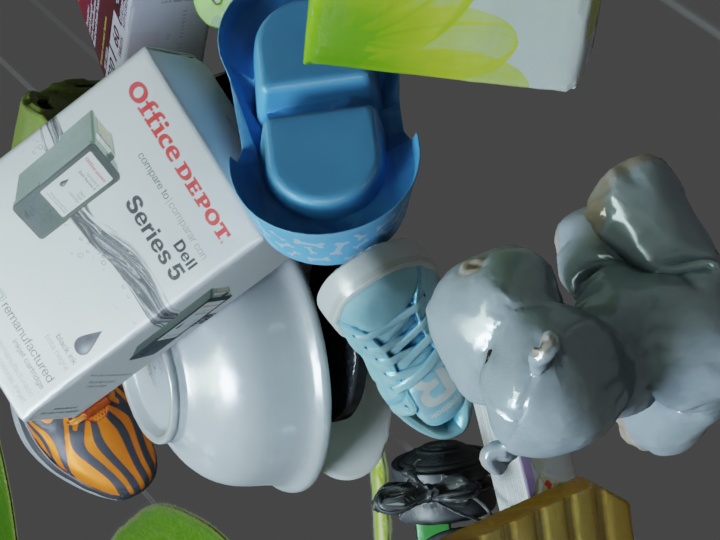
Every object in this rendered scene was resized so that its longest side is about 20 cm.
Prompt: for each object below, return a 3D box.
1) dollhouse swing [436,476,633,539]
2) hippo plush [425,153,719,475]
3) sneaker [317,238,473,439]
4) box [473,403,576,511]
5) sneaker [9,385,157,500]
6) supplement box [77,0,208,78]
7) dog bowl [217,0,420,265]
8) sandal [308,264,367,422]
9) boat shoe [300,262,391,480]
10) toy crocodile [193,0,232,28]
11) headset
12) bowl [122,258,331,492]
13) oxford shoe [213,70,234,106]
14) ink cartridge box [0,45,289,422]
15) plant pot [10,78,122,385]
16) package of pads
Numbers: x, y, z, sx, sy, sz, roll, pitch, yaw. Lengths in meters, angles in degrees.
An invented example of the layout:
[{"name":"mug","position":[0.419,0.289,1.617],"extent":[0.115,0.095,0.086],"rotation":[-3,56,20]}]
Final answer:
[{"name":"dollhouse swing","position":[0.124,0.248,1.446],"extent":[0.182,0.199,0.177],"rotation":[41,141,43]},{"name":"hippo plush","position":[0.120,0.054,1.360],"extent":[0.200,0.160,0.160],"rotation":[51,148,31]},{"name":"sneaker","position":[0.035,0.046,1.567],"extent":[0.082,0.074,0.200],"rotation":[53,-179,24]},{"name":"box","position":[0.101,0.112,1.569],"extent":[0.041,0.039,0.201],"rotation":[5,113,59]},{"name":"sneaker","position":[-0.200,0.066,1.736],"extent":[0.200,0.078,0.112],"rotation":[51,160,-3]},{"name":"supplement box","position":[-0.157,-0.219,1.750],"extent":[0.109,0.061,0.201],"rotation":[105,151,-49]},{"name":"dog bowl","position":[-0.024,-0.090,1.551],"extent":[0.050,0.111,0.201],"rotation":[82,180,-56]},{"name":"sandal","position":[0.000,0.000,1.675],"extent":[0.075,0.045,0.201],"rotation":[19,107,58]},{"name":"boat shoe","position":[-0.036,0.041,1.748],"extent":[0.201,0.072,0.068],"rotation":[68,167,-3]},{"name":"toy crocodile","position":[-0.079,-0.215,1.649],"extent":[0.062,0.067,0.201],"rotation":[-27,83,32]},{"name":"headset","position":[0.044,0.162,1.625],"extent":[0.200,0.093,0.124],"rotation":[105,156,-70]},{"name":"bowl","position":[-0.101,0.057,1.709],"extent":[0.201,0.090,0.202],"rotation":[42,139,52]},{"name":"oxford shoe","position":[-0.112,-0.090,1.709],"extent":[0.200,0.072,0.072],"rotation":[-29,61,38]},{"name":"ink cartridge box","position":[-0.154,-0.022,1.617],"extent":[0.200,0.084,0.146],"rotation":[-37,78,16]},{"name":"plant pot","position":[-0.183,-0.030,1.867],"extent":[0.200,0.199,0.191],"rotation":[31,122,51]},{"name":"package of pads","position":[0.056,-0.189,1.330],"extent":[0.068,0.154,0.201],"rotation":[-84,2,-48]}]
